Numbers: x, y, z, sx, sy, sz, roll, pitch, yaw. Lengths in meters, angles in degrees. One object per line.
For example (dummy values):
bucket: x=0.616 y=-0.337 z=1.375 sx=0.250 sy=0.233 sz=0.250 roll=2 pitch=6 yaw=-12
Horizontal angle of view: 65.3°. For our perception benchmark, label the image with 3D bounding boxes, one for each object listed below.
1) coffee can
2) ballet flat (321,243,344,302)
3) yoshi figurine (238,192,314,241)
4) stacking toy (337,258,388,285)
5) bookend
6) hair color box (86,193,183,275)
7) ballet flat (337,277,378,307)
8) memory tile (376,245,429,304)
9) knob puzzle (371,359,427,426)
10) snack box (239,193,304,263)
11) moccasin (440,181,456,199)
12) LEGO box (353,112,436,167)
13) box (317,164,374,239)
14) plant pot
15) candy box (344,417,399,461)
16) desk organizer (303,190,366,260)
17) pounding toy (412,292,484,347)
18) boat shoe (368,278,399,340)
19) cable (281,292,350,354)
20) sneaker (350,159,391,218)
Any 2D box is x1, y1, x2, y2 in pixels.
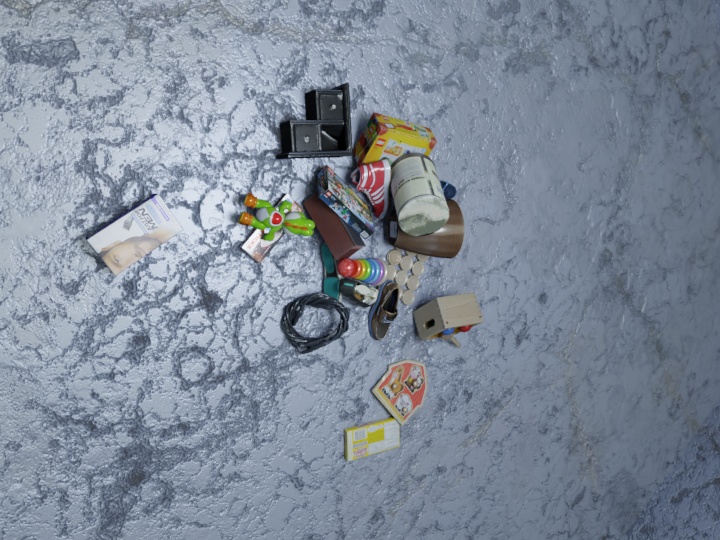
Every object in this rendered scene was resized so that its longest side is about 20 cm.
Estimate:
coffee can: x=0.164 y=-0.220 z=1.618 sx=0.145 sy=0.201 sz=0.147 roll=-4 pitch=137 yaw=-4
ballet flat: x=-0.072 y=0.009 z=1.668 sx=0.071 sy=0.072 sz=0.201 roll=-9 pitch=102 yaw=-28
yoshi figurine: x=-0.225 y=-0.140 z=1.530 sx=0.199 sy=0.113 sz=0.112 roll=17 pitch=47 yaw=-14
stacking toy: x=0.000 y=0.000 z=1.652 sx=0.200 sy=0.085 sz=0.086 roll=5 pitch=95 yaw=-56
bookend: x=-0.131 y=-0.413 z=1.556 sx=0.198 sy=0.092 sz=0.201 roll=-7 pitch=100 yaw=-28
hair color box: x=-0.553 y=-0.091 z=1.381 sx=0.200 sy=0.065 sz=0.110 roll=-39 pitch=114 yaw=-18
ballet flat: x=0.008 y=0.072 z=1.674 sx=0.200 sy=0.068 sz=0.068 roll=24 pitch=71 yaw=-57
memory tile: x=0.139 y=-0.001 z=1.813 sx=0.153 sy=0.017 sz=0.201 roll=22 pitch=87 yaw=-30
knob puzzle: x=0.155 y=0.385 z=1.859 sx=0.219 sy=0.030 sz=0.221 roll=0 pitch=90 yaw=-30
snack box: x=-0.247 y=-0.118 z=1.572 sx=0.072 sy=0.024 sz=0.200 roll=44 pitch=76 yaw=-25
moccasin: x=0.232 y=-0.251 z=1.799 sx=0.199 sy=0.068 sz=0.081 roll=-4 pitch=99 yaw=-29
LEGO box: x=0.100 y=-0.363 z=1.659 sx=0.199 sy=0.077 sz=0.149 roll=7 pitch=135 yaw=-30
box: x=-0.042 y=-0.196 z=1.608 sx=0.038 sy=0.137 sz=0.200 roll=-34 pitch=125 yaw=21
plant pot: x=0.188 y=-0.127 z=1.733 sx=0.199 sy=0.187 sz=0.188 roll=-2 pitch=99 yaw=-21
candy box: x=0.040 y=0.546 z=1.830 sx=0.199 sy=0.026 sz=0.103 roll=-5 pitch=101 yaw=-29
desk organizer: x=-0.075 y=-0.132 z=1.605 sx=0.201 sy=0.077 sz=0.072 roll=60 pitch=22 yaw=11
pounding toy: x=0.290 y=0.175 z=1.839 sx=0.183 sy=0.200 sz=0.143 roll=-6 pitch=72 yaw=-28
boat shoe: x=0.076 y=0.131 z=1.755 sx=0.072 sy=0.072 sz=0.201 roll=0 pitch=106 yaw=-28
cable: x=-0.126 y=0.144 z=1.646 sx=0.199 sy=0.051 sz=0.164 roll=-25 pitch=97 yaw=-1
sneaker: x=0.027 y=-0.234 z=1.664 sx=0.112 sy=0.071 sz=0.201 roll=-11 pitch=134 yaw=-14
